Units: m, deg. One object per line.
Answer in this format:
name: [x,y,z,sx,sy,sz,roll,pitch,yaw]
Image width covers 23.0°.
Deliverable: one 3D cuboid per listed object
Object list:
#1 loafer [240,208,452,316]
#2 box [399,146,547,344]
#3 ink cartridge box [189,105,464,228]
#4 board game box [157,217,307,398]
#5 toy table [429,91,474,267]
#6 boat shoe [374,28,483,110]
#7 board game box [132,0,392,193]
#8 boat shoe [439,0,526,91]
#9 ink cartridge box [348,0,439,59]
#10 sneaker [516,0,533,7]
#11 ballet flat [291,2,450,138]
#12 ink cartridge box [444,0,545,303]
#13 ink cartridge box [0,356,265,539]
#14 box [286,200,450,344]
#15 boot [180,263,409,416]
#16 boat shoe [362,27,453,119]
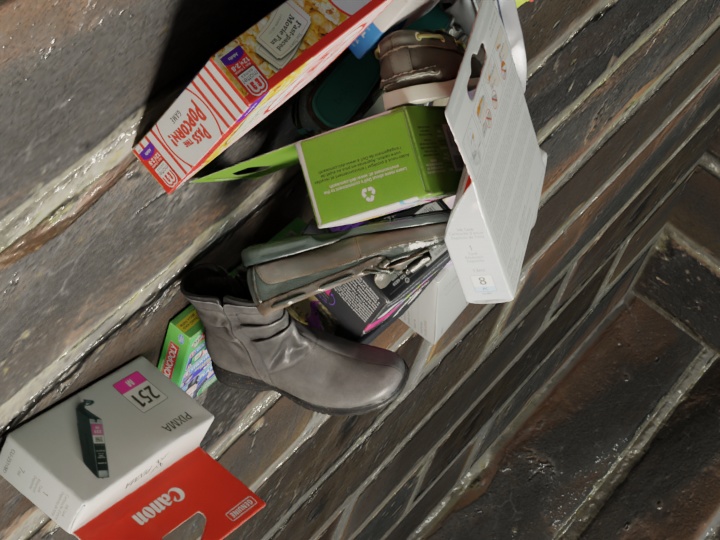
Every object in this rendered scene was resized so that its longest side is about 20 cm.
loafer: [-0.001,-0.008,1.509,0.198,0.064,0.072,-10,-179,7]
box: [0.096,-0.057,1.987,0.199,0.130,0.200,-49,165,-16]
ink cartridge box: [-0.019,-0.073,1.481,0.198,0.077,0.148,-18,179,20]
board game box: [-0.125,0.048,1.733,0.200,0.029,0.135,-41,160,-41]
toy table: [0.076,-0.108,1.752,0.117,0.181,0.203,49,38,-81]
boat shoe: [0.060,-0.174,1.487,0.071,0.061,0.202,-13,-175,17]
board game box: [-0.065,-0.155,1.320,0.200,0.046,0.151,-43,-177,-36]
boat shoe: [0.098,-0.242,1.546,0.065,0.202,0.074,-15,-156,1]
ink cartridge box: [0.059,-0.266,1.395,0.116,0.067,0.200,-40,178,-43]
sneaker: [0.193,-0.313,1.780,0.201,0.090,0.078,-51,167,-3]
ballet flat: [0.007,-0.187,1.560,0.200,0.074,0.074,-44,163,-27]
ink cartridge box: [0.095,-0.100,1.435,0.161,0.047,0.201,-70,148,-42]
ink cartridge box: [-0.188,0.173,1.526,0.200,0.173,0.044,-31,155,-56]
box: [0.000,0.000,1.655,0.122,0.106,0.200,-38,173,-29]
boot: [-0.061,0.059,1.577,0.132,0.198,0.070,75,25,-47]
boat shoe: [0.029,-0.157,1.652,0.201,0.075,0.060,-58,159,20]
